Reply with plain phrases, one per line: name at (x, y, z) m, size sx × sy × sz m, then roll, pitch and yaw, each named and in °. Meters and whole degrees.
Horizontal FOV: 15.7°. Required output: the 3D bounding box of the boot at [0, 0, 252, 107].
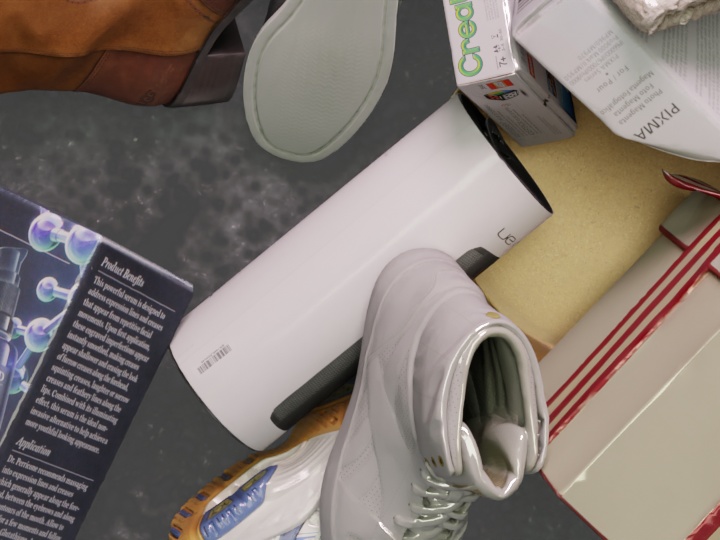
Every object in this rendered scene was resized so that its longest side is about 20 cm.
boot at (-0.149, -0.157, 1.297) m, size 0.199 × 0.189 × 0.069 m, roll -1°, pitch 52°, yaw -20°

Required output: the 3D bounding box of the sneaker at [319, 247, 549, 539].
sneaker at (0.036, 0.103, 1.263) m, size 0.073 × 0.116 × 0.201 m, roll -2°, pitch 110°, yaw -22°

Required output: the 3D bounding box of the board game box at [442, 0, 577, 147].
board game box at (0.065, -0.174, 1.316) m, size 0.034 × 0.126 × 0.202 m, roll -13°, pitch 75°, yaw 15°

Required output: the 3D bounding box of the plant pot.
plant pot at (0.131, -0.037, 1.378) m, size 0.198 × 0.027 × 0.202 m, roll 0°, pitch 86°, yaw 0°

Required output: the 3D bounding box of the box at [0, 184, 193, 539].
box at (-0.203, 0.058, 1.305) m, size 0.148 × 0.107 × 0.201 m, roll 24°, pitch 86°, yaw 26°

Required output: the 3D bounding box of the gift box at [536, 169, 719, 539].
gift box at (0.187, 0.065, 1.272) m, size 0.187 × 0.185 × 0.200 m, roll -45°, pitch 109°, yaw 2°

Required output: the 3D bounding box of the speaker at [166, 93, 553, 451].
speaker at (0.000, 0.000, 1.330) m, size 0.200 × 0.081 × 0.081 m, roll -39°, pitch 88°, yaw 8°

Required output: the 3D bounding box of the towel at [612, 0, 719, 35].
towel at (0.169, -0.188, 1.266) m, size 0.199 × 0.035 × 0.133 m, roll -21°, pitch 65°, yaw -38°

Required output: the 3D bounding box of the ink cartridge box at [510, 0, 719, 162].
ink cartridge box at (0.162, -0.106, 1.308) m, size 0.057 × 0.163 × 0.200 m, roll -33°, pitch 114°, yaw 27°

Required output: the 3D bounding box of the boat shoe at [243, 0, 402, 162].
boat shoe at (-0.009, -0.147, 1.336) m, size 0.075 × 0.061 × 0.201 m, roll 19°, pitch 127°, yaw -7°

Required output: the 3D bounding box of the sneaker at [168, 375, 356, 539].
sneaker at (-0.001, 0.112, 1.356) m, size 0.199 × 0.075 × 0.088 m, roll -36°, pitch 105°, yaw -1°
